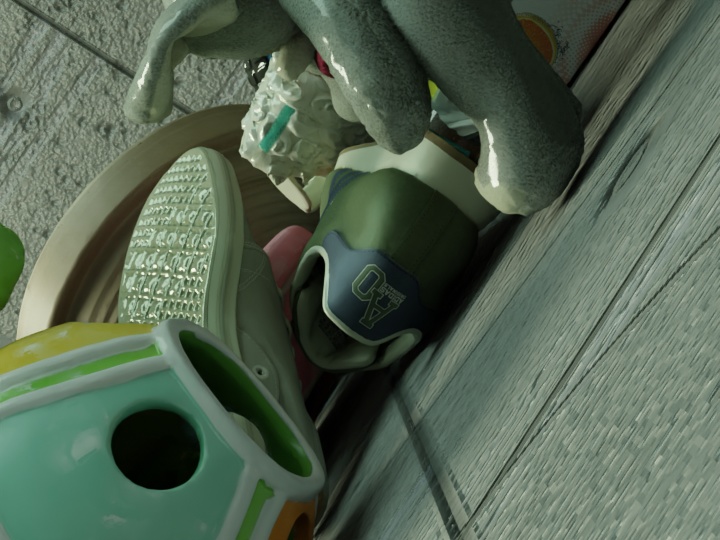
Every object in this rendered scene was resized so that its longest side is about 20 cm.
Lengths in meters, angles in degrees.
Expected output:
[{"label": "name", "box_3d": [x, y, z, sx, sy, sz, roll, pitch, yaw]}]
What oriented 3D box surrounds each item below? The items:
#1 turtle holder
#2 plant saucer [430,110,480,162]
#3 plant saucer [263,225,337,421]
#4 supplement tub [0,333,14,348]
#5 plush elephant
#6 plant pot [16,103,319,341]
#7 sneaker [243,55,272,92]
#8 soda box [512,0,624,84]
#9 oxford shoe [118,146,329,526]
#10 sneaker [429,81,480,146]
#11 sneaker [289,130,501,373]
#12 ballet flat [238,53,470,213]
[{"label": "turtle holder", "box_3d": [-0.095, 0.074, 0.854, 0.132, 0.186, 0.141, -42, -38, 12]}, {"label": "plant saucer", "box_3d": [0.044, -0.075, 1.332, 0.201, 0.037, 0.200, -57, 3, 4]}, {"label": "plant saucer", "box_3d": [-0.058, 0.078, 1.105, 0.201, 0.051, 0.201, -62, -5, -9]}, {"label": "supplement tub", "box_3d": [-0.214, 0.131, 1.104, 0.200, 0.145, 0.145, -57, 3, 35]}, {"label": "plush elephant", "box_3d": [-0.007, -0.109, 0.898, 0.155, 0.200, 0.165, -26, 34, 48]}, {"label": "plant pot", "box_3d": [-0.070, 0.024, 1.253, 0.201, 0.093, 0.201, -32, -37, -28]}, {"label": "sneaker", "box_3d": [0.034, -0.140, 1.236, 0.199, 0.075, 0.087, -22, 29, 18]}, {"label": "soda box", "box_3d": [0.105, -0.162, 1.046, 0.200, 0.063, 0.068, -55, 4, 22]}, {"label": "oxford shoe", "box_3d": [-0.054, 0.034, 0.982, 0.075, 0.058, 0.200, -46, 39, 31]}, {"label": "sneaker", "box_3d": [0.085, -0.154, 1.128, 0.200, 0.076, 0.075, -54, 2, 14]}, {"label": "sneaker", "box_3d": [0.000, 0.000, 1.012, 0.090, 0.067, 0.200, -55, 5, -10]}, {"label": "ballet flat", "box_3d": [-0.008, -0.056, 1.150, 0.072, 0.072, 0.200, -57, -22, 5]}]
